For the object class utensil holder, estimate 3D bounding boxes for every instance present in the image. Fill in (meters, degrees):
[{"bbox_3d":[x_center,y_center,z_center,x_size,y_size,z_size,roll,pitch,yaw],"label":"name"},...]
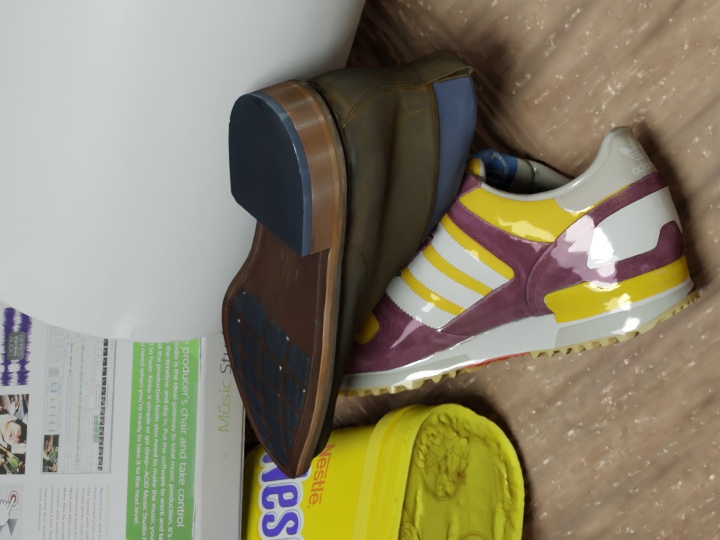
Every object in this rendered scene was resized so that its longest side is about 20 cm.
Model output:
[{"bbox_3d":[-0.088,-0.094,0.820,0.170,0.170,0.201,30,123,20],"label":"utensil holder"}]

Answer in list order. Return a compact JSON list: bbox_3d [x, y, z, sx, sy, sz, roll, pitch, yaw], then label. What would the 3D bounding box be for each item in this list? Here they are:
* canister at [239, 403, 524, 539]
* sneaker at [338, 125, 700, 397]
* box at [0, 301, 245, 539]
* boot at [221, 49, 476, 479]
[{"bbox_3d":[-0.030,0.148,0.921,0.199,0.086,0.149,-13,59,41],"label":"canister"},{"bbox_3d":[0.049,-0.004,0.844,0.199,0.075,0.091,-15,94,32],"label":"sneaker"},{"bbox_3d":[-0.138,0.081,0.943,0.199,0.036,0.145,-5,80,41],"label":"box"},{"bbox_3d":[0.000,0.000,0.803,0.075,0.097,0.201,45,145,35],"label":"boot"}]
